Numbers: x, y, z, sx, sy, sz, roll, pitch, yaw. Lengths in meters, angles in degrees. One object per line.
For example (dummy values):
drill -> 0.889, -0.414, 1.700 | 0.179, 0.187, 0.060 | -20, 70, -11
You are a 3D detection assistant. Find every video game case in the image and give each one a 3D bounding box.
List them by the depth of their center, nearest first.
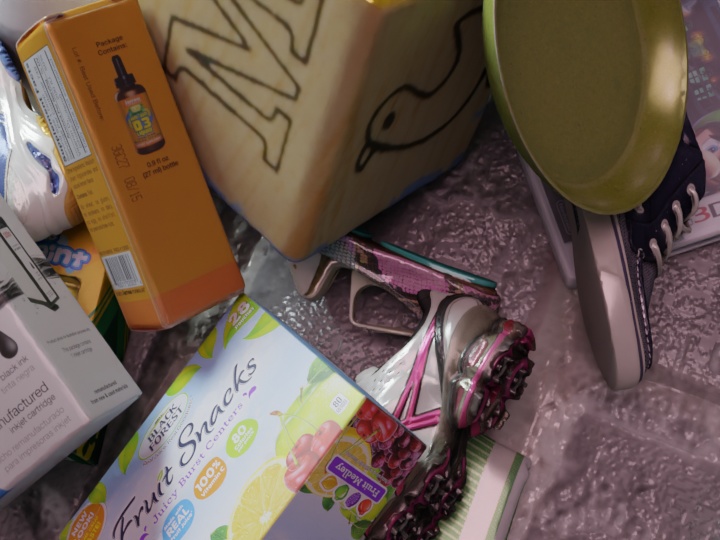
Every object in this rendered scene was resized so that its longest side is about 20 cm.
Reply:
video game case -> 0.200, -0.107, 0.829 | 0.179, 0.023, 0.203 | -17, 69, 1

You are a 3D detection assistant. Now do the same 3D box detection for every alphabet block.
alphabet block -> -0.023, -0.167, 0.753 | 0.196, 0.201, 0.195 | 40, 48, 18

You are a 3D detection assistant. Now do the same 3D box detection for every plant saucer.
plant saucer -> 0.133, -0.134, 0.695 | 0.031, 0.199, 0.203 | -3, 64, 46

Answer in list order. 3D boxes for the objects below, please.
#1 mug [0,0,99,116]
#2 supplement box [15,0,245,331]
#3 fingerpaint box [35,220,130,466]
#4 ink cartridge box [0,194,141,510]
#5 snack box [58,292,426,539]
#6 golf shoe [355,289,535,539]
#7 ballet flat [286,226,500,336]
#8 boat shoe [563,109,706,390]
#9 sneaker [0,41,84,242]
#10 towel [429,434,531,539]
mug -> -0.216, -0.206, 0.854 | 0.149, 0.153, 0.187 | -38, 69, -6
supplement box -> -0.146, -0.066, 0.739 | 0.066, 0.068, 0.203 | -25, 102, -32
fingerpaint box -> -0.268, 0.035, 0.816 | 0.197, 0.074, 0.169 | 8, 71, 10
ink cartridge box -> -0.255, 0.044, 0.706 | 0.145, 0.084, 0.201 | -38, 87, 12
snack box -> -0.078, 0.135, 0.702 | 0.201, 0.068, 0.168 | -52, 36, -3
golf shoe -> 0.027, 0.107, 0.730 | 0.091, 0.073, 0.201 | 27, 79, 30
ballet flat -> 0.000, 0.000, 0.802 | 0.198, 0.069, 0.072 | 28, 95, 16
boat shoe -> 0.185, -0.026, 0.753 | 0.091, 0.075, 0.203 | -6, 71, -1
sneaker -> -0.264, -0.096, 0.796 | 0.087, 0.076, 0.201 | -28, 57, -13
towel -> -0.001, 0.156, 0.764 | 0.197, 0.023, 0.154 | 18, 73, 15
